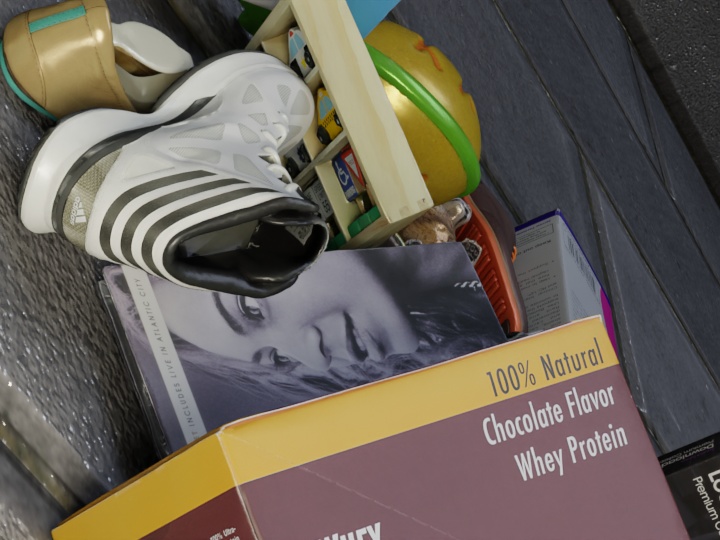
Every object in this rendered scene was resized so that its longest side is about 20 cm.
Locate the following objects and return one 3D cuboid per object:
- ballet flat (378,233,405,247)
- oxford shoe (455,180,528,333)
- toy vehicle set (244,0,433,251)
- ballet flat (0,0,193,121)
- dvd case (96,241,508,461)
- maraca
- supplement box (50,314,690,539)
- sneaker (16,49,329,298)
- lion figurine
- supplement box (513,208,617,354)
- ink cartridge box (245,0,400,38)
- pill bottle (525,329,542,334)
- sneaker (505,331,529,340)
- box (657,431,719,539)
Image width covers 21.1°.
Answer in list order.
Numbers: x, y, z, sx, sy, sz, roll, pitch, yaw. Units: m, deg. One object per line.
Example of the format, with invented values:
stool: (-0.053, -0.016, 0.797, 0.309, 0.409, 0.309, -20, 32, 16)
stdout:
ballet flat: (0.000, 0.000, 1.161, 0.201, 0.070, 0.071, 68, 16, 8)
oxford shoe: (0.089, -0.011, 1.367, 0.072, 0.071, 0.201, 16, 37, -32)
toy vehicle set: (-0.026, -0.065, 1.029, 0.125, 0.026, 0.200, 66, -19, 4)
ballet flat: (-0.099, -0.077, 0.946, 0.200, 0.063, 0.069, 33, 34, -62)
dvd case: (-0.008, 0.055, 0.881, 0.199, 0.016, 0.149, -5, 58, -33)
maraca: (-0.001, -0.113, 1.228, 0.200, 0.137, 0.107, 44, 68, -26)
supplement box: (0.023, 0.148, 0.739, 0.197, 0.133, 0.201, -14, 78, -39)
sneaker: (-0.052, -0.034, 0.876, 0.115, 0.076, 0.200, 29, 30, 19)
lion figurine: (0.055, 0.040, 1.275, 0.122, 0.072, 0.201, 130, -47, -78)
supplement box: (0.125, 0.062, 1.393, 0.101, 0.103, 0.200, 58, 17, -27)
ink cartridge box: (-0.051, -0.250, 1.077, 0.199, 0.146, 0.147, 14, 48, -36)
pill bottle: (0.101, 0.141, 1.157, 0.104, 0.104, 0.201, -9, 84, -73)
sneaker: (0.054, 0.053, 1.025, 0.200, 0.115, 0.075, 96, -26, -75)
box: (0.167, 0.167, 0.997, 0.143, 0.199, 0.036, 61, 15, -12)
